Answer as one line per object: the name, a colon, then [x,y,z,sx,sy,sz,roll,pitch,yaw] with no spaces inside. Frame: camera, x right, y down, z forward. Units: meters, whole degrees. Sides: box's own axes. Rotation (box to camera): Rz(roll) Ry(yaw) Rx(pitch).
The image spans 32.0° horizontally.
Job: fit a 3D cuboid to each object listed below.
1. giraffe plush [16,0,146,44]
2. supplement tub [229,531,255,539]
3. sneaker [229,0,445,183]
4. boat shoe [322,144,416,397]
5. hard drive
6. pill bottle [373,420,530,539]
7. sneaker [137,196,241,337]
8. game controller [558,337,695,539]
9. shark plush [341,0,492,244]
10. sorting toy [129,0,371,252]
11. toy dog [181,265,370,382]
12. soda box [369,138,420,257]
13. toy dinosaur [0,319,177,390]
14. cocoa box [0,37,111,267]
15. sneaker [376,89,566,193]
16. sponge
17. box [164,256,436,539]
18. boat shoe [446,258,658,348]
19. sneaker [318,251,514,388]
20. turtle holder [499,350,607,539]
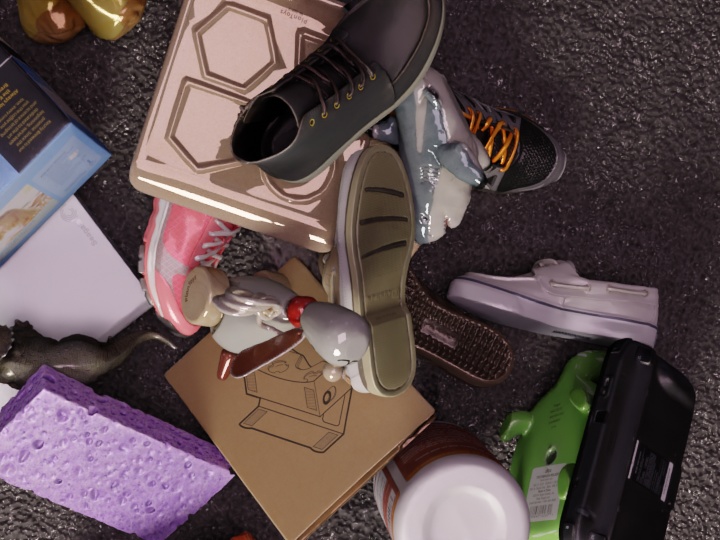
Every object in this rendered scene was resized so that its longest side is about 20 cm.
giraffe plush: [-0.246,-0.289,1.016,0.172,0.162,0.201,-41,98,-2]
supplement tub: [-0.162,0.321,1.093,0.198,0.123,0.124,-30,97,-3]
sneaker: [-0.013,-0.147,0.957,0.075,0.106,0.201,42,102,10]
boat shoe: [0.000,0.000,1.027,0.074,0.068,0.204,-3,94,-40]
hard drive: [-0.297,0.036,1.105,0.199,0.026,0.133,-38,97,-2]
pill bottle: [0.070,0.192,1.070,0.110,0.200,0.114,-1,95,-6]
sneaker: [-0.137,-0.042,1.077,0.086,0.074,0.204,4,94,23]
game controller: [0.223,0.159,1.034,0.104,0.042,0.202,38,61,-31]
shark plush: [0.037,-0.123,1.022,0.082,0.091,0.201,-25,112,15]
sorting toy: [-0.078,-0.137,1.046,0.183,0.036,0.203,18,90,-10]
toy dog: [-0.075,0.058,1.017,0.130,0.200,0.098,8,97,-18]
soda box: [-0.016,-0.100,1.107,0.199,0.064,0.068,39,90,-8]
toy dinosaur: [-0.256,0.077,1.048,0.197,0.102,0.078,10,94,-6]
cocoa box: [-0.327,-0.082,1.026,0.131,0.133,0.200,44,88,6]
sneaker: [0.092,-0.119,1.111,0.197,0.077,0.079,17,90,-9]
sponge: [-0.217,0.161,1.063,0.199,0.030,0.111,31,117,-33]
box: [-0.055,0.107,1.086,0.163,0.021,0.200,-42,63,-2]
boat shoe: [0.177,0.021,1.136,0.197,0.072,0.067,12,79,-2]
sneaker: [0.043,0.043,1.119,0.199,0.076,0.071,37,77,0]
turtle holder: [0.205,0.169,1.129,0.130,0.187,0.141,26,126,-22]
